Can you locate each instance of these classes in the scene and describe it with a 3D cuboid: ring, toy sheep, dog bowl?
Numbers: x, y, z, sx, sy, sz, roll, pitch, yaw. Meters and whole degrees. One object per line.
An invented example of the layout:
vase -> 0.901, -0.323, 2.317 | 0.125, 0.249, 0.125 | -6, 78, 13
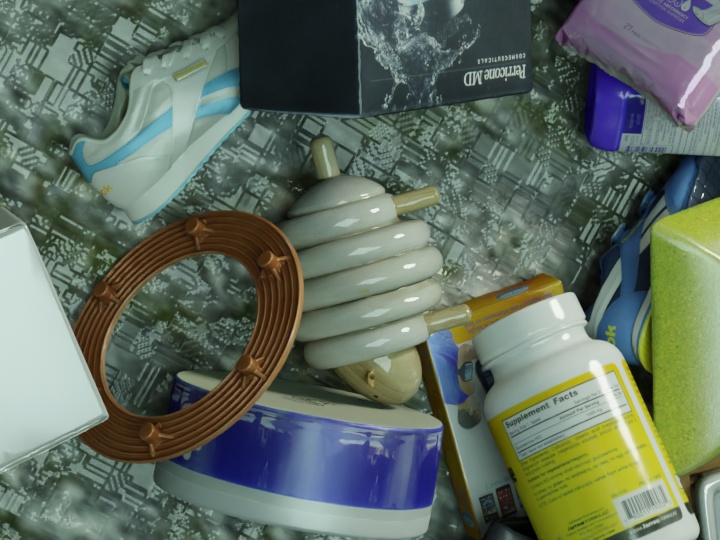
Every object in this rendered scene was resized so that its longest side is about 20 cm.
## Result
ring -> -0.128, 0.041, 1.613 | 0.201, 0.200, 0.019 | -50, 135, -5
toy sheep -> 0.000, 0.000, 1.685 | 0.137, 0.138, 0.202 | -16, 88, -15
dog bowl -> -0.043, 0.129, 1.649 | 0.199, 0.200, 0.079 | 10, 94, -20

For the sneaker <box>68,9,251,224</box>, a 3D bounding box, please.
sneaker -> -0.121, -0.132, 1.649 | 0.081, 0.076, 0.200 | 41, 83, -18

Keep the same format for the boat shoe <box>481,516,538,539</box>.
boat shoe -> 0.166, 0.217, 1.776 | 0.199, 0.072, 0.065 | 4, 117, -37

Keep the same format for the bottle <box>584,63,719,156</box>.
bottle -> 0.270, -0.125, 1.750 | 0.198, 0.084, 0.066 | 2, 56, 1

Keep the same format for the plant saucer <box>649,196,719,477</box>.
plant saucer -> 0.291, 0.045, 1.769 | 0.199, 0.048, 0.202 | -19, 111, -50

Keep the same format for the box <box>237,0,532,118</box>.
box -> 0.019, -0.216, 1.618 | 0.196, 0.117, 0.202 | -13, 106, -48

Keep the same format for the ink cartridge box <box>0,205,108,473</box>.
ink cartridge box -> -0.278, 0.048, 1.557 | 0.145, 0.200, 0.148 | -25, 106, -13

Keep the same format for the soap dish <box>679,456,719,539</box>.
soap dish -> 0.340, 0.203, 1.853 | 0.198, 0.081, 0.159 | -12, 102, -16

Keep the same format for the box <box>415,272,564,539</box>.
box -> 0.120, 0.116, 1.788 | 0.118, 0.041, 0.201 | -20, 102, -15

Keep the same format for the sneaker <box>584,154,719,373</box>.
sneaker -> 0.227, -0.016, 1.782 | 0.074, 0.082, 0.201 | 49, 58, -39

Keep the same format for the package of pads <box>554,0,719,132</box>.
package of pads -> 0.244, -0.211, 1.669 | 0.120, 0.076, 0.201 | 36, 92, 16

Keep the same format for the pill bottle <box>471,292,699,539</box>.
pill bottle -> 0.158, 0.124, 1.699 | 0.112, 0.112, 0.201 | -21, 80, -14

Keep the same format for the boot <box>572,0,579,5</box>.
boot -> 0.182, -0.292, 1.728 | 0.174, 0.069, 0.200 | 44, 85, -19
